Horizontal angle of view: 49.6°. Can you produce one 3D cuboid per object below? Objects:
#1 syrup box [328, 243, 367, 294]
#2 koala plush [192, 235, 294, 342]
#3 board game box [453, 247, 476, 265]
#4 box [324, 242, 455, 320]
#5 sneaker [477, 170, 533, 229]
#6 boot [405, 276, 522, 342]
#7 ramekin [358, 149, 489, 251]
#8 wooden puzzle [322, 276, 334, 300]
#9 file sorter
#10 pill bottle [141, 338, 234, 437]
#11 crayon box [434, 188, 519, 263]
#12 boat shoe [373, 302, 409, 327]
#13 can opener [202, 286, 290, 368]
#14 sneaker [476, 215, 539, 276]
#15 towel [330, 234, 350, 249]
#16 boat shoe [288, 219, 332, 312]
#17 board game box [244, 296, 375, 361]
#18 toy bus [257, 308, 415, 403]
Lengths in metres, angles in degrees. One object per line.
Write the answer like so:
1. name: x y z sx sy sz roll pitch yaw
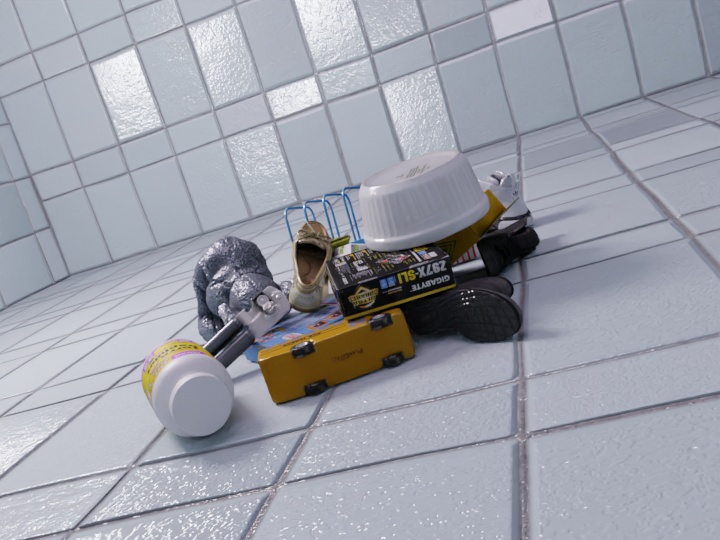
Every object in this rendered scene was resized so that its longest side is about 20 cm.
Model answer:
1. syrup box: 0.000 0.000 1.320 0.078 0.083 0.200 0 -3 -13
2. koala plush: -0.196 0.047 1.358 0.175 0.186 0.200 -20 24 -21
3. board game box: 0.136 -0.043 1.509 0.150 0.047 0.200 -18 12 6
4. box: 0.035 0.003 1.115 0.157 0.050 0.200 -16 13 -5
5. sneaker: 0.256 -0.135 1.574 0.075 0.116 0.199 -25 13 -34
6. boot: 0.164 0.039 1.042 0.131 0.071 0.199 -20 14 -36
7. ramekin: 0.087 -0.111 1.176 0.200 0.095 0.203 -19 16 5
8. wooden puzzle: -0.036 0.014 1.567 0.183 0.038 0.200 -18 16 1
9. file sorter: -0.036 -0.098 1.591 0.198 0.124 0.138 -16 0 25
10. pill bottle: -0.224 0.154 1.017 0.103 0.106 0.200 -22 12 -19
11. crayon box: 0.160 -0.055 1.274 0.200 0.051 0.127 -45 -3 38
12. boat shoe: 0.061 0.042 1.179 0.074 0.067 0.199 -8 16 38
13. can opener: -0.187 0.104 1.209 0.200 0.053 0.067 -44 -13 -20
14. sneaker: 0.250 -0.045 1.304 0.103 0.061 0.200 -21 7 11
15. towel: -0.066 -0.028 1.480 0.085 0.018 0.200 -21 -10 -10
16. boat shoe: -0.081 -0.021 1.310 0.072 0.063 0.202 6 45 -7
17. board game box: -0.072 0.091 1.238 0.198 0.037 0.151 -25 12 -31
18. toy bus: -0.032 0.108 1.025 0.197 0.066 0.078 -20 10 -2
